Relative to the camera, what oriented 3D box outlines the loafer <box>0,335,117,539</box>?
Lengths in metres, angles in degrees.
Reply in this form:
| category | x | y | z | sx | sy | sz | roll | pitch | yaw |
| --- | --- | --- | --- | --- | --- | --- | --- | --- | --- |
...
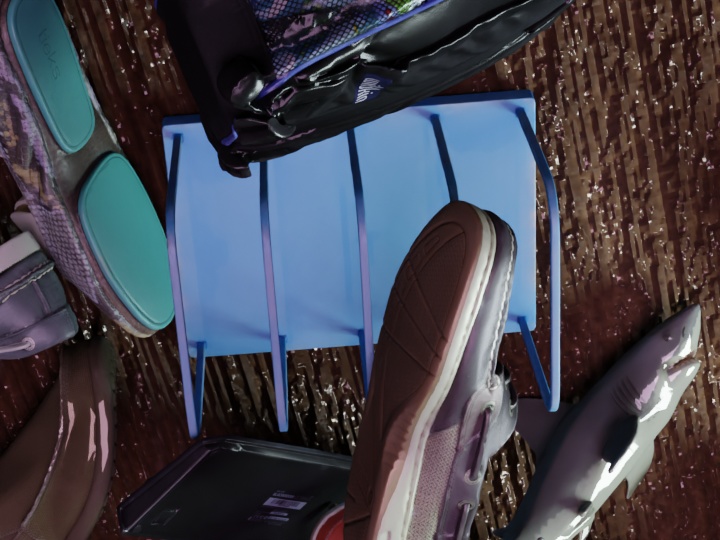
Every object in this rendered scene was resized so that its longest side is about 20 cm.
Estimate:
| category | x | y | z | sx | sy | sz | roll | pitch | yaw |
| --- | --- | --- | --- | --- | --- | --- | --- | --- | --- |
| loafer | -0.181 | 0.125 | 0.875 | 0.067 | 0.076 | 0.202 | 10 | 115 | -16 |

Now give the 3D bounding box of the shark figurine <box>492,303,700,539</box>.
| category | x | y | z | sx | sy | sz | roll | pitch | yaw |
| --- | --- | --- | --- | --- | --- | --- | --- | --- | --- |
| shark figurine | 0.103 | 0.108 | 0.873 | 0.089 | 0.214 | 0.129 | 35 | 147 | 22 |

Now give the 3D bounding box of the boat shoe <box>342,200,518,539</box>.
| category | x | y | z | sx | sy | sz | roll | pitch | yaw |
| --- | --- | --- | --- | --- | --- | --- | --- | --- | --- |
| boat shoe | 0.042 | 0.062 | 0.730 | 0.064 | 0.072 | 0.202 | 6 | 114 | -20 |

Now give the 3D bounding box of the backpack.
| category | x | y | z | sx | sy | sz | roll | pitch | yaw |
| --- | --- | --- | --- | --- | --- | --- | --- | --- | --- |
| backpack | 0.006 | -0.150 | 0.693 | 0.198 | 0.183 | 0.149 | -23 | 91 | -7 |

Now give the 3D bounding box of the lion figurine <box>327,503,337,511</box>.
| category | x | y | z | sx | sy | sz | roll | pitch | yaw |
| --- | --- | --- | --- | --- | --- | --- | --- | --- | --- |
| lion figurine | 0.044 | 0.226 | 0.895 | 0.072 | 0.123 | 0.201 | -33 | 72 | -9 |

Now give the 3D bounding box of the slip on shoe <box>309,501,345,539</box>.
| category | x | y | z | sx | sy | sz | roll | pitch | yaw |
| --- | --- | --- | --- | --- | --- | --- | --- | --- | --- |
| slip on shoe | 0.057 | 0.186 | 0.812 | 0.199 | 0.061 | 0.074 | 36 | 78 | 16 |

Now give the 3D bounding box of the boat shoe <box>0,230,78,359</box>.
| category | x | y | z | sx | sy | sz | roll | pitch | yaw |
| --- | --- | --- | --- | --- | --- | --- | --- | --- | --- |
| boat shoe | -0.224 | 0.057 | 0.821 | 0.199 | 0.073 | 0.062 | -37 | 94 | 28 |

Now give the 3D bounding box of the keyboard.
| category | x | y | z | sx | sy | sz | roll | pitch | yaw |
| --- | --- | --- | --- | --- | --- | --- | --- | --- | --- |
| keyboard | -0.062 | 0.138 | 0.860 | 0.127 | 0.021 | 0.199 | -44 | 148 | 17 |

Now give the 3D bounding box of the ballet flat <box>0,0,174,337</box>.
| category | x | y | z | sx | sy | sz | roll | pitch | yaw |
| --- | --- | --- | --- | --- | --- | --- | --- | --- | --- |
| ballet flat | -0.157 | -0.054 | 0.802 | 0.071 | 0.072 | 0.202 | -18 | 116 | 5 |

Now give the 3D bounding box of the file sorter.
| category | x | y | z | sx | sy | sz | roll | pitch | yaw |
| --- | --- | --- | --- | --- | --- | --- | --- | --- | --- |
| file sorter | 0.000 | 0.000 | 0.800 | 0.197 | 0.123 | 0.141 | -4 | 116 | -1 |
